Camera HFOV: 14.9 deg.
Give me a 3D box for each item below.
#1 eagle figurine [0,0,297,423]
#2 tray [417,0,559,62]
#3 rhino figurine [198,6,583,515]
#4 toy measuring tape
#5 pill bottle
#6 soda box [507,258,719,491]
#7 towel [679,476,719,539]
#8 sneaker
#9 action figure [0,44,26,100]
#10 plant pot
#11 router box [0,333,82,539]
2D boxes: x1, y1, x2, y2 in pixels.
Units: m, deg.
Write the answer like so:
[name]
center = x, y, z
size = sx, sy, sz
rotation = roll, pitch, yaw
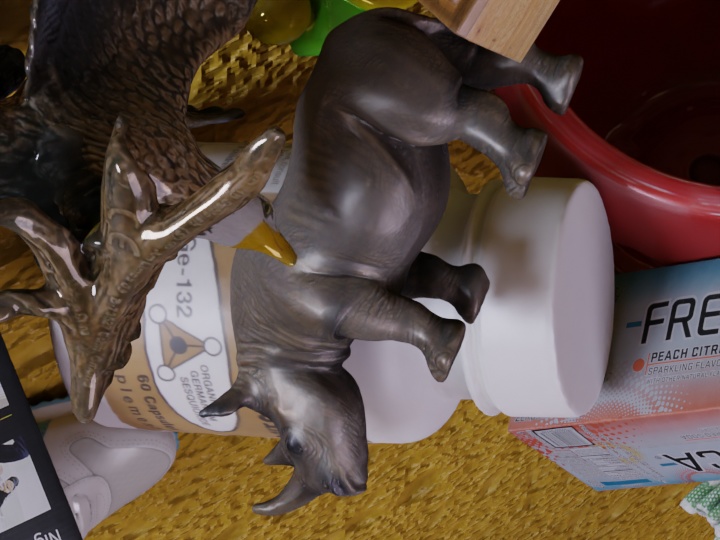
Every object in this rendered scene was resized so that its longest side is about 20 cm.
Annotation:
[eagle figurine]
center = -0.078, -0.051, 0.895
size = 0.151, 0.200, 0.151
rotation = -15, 131, 11
[tray]
center = 0.068, -0.180, 0.910
size = 0.037, 0.099, 0.200
rotation = 17, 110, -42
[rhino figurine]
center = 0.000, 0.000, 0.963
size = 0.060, 0.087, 0.201
rotation = -52, 166, -69
[toy measuring tape]
center = 0.024, -0.150, 1.034
size = 0.200, 0.073, 0.074
rotation = -41, 156, -30
[pill bottle]
center = -0.009, 0.008, 1.059
size = 0.199, 0.115, 0.114
rotation = 2, 159, 20
[soda box]
center = 0.153, 0.036, 1.048
size = 0.200, 0.069, 0.064
rotation = -9, 147, 43
[towel]
center = 0.209, 0.028, 1.140
size = 0.200, 0.031, 0.149
rotation = -53, 169, 5
[sneaker]
center = -0.162, 0.121, 1.196
size = 0.199, 0.081, 0.077
rotation = -26, 148, -22
[action figure]
center = -0.172, -0.081, 0.912
size = 0.193, 0.105, 0.200
rotation = -45, -179, 27
[plant pot]
center = 0.153, -0.068, 1.144
size = 0.200, 0.201, 0.183
rotation = -30, 154, -12
[router box]
center = -0.217, 0.076, 0.997
size = 0.199, 0.150, 0.051
rotation = -23, -174, -24
